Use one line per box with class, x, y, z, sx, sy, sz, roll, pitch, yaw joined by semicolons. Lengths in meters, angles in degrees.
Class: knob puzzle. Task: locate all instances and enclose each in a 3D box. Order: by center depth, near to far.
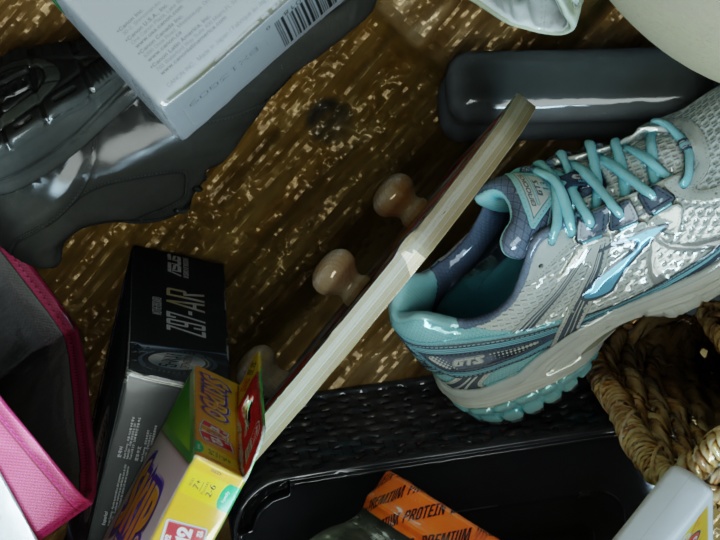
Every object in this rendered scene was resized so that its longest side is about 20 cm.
knob puzzle;0.000;0.000;1.136;0.030;0.220;0.220;40;101;-1

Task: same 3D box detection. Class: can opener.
can opener;0.132;-0.087;1.230;0.200;0.053;0.066;-6;75;-7

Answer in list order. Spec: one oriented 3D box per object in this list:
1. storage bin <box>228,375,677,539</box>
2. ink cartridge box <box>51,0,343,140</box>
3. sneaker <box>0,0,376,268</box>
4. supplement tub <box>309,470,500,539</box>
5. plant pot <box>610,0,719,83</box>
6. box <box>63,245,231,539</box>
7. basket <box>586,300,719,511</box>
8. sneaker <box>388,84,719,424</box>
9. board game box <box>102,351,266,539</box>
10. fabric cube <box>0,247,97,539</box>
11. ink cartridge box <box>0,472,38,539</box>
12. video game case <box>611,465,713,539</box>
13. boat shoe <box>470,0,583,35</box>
storage bin;0.044;0.125;1.264;0.200;0.094;0.135;-8;110;-5
ink cartridge box;-0.098;-0.162;1.141;0.109;0.050;0.200;-42;75;-5
sneaker;-0.080;-0.072;1.197;0.200;0.076;0.091;-27;128;0
supplement tub;-0.001;0.190;1.154;0.122;0.123;0.200;34;87;-17
plant pot;0.170;-0.143;1.095;0.200;0.200;0.134;-16;145;-2
box;-0.098;0.109;1.203;0.044;0.160;0.200;12;108;-8
basket;0.189;0.016;1.185;0.149;0.200;0.143;16;108;-12
sneaker;0.098;-0.016;1.178;0.200;0.078;0.086;-41;131;15
board game box;-0.089;0.125;1.074;0.030;0.096;0.200;28;104;-12
fabric cube;-0.245;0.041;1.142;0.199;0.196;0.200;-34;110;5
ink cartridge box;-0.216;0.138;1.042;0.200;0.067;0.116;-25;111;2
video game case;0.080;0.189;1.126;0.182;0.023;0.200;-49;155;-19
boat shoe;0.047;-0.140;1.122;0.072;0.200;0.062;-1;82;32
